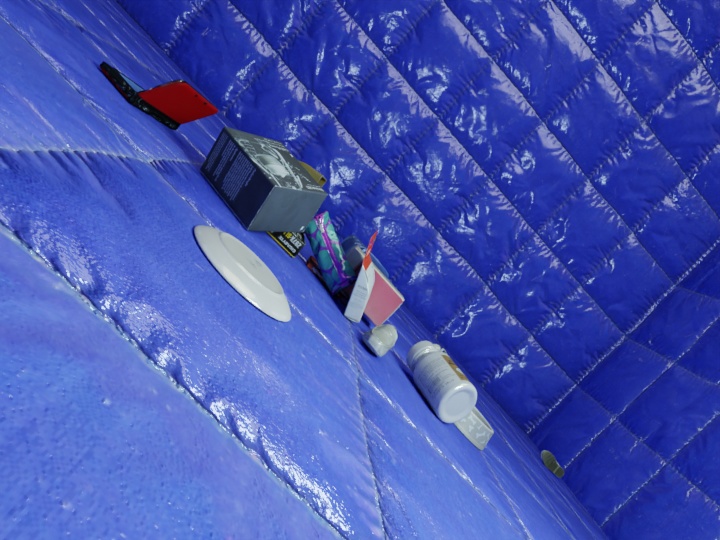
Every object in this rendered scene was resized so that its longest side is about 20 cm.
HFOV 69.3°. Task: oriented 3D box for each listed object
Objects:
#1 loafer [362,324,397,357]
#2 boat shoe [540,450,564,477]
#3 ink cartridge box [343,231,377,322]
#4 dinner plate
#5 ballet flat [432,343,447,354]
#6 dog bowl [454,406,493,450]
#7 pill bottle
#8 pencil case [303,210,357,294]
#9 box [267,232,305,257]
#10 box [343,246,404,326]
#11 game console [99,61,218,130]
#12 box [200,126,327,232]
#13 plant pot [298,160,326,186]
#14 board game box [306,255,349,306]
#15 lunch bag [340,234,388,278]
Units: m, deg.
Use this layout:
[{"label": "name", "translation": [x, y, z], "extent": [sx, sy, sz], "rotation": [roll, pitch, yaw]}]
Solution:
[{"label": "loafer", "translation": [0.051, 0.156, 1.227], "extent": [0.070, 0.070, 0.200], "rotation": [46, 4, 7]}, {"label": "boat shoe", "translation": [1.062, 1.075, 2.918], "extent": [0.202, 0.074, 0.068], "rotation": [53, -4, -17]}, {"label": "ink cartridge box", "translation": [0.020, 0.012, 1.304], "extent": [0.056, 0.204, 0.163], "rotation": [25, 12, 2]}, {"label": "dinner plate", "translation": [-0.171, -0.002, 0.798], "extent": [0.200, 0.024, 0.200], "rotation": [47, 3, -3]}, {"label": "ballet flat", "translation": [0.333, 0.356, 2.280], "extent": [0.200, 0.064, 0.068], "rotation": [43, 4, -37]}, {"label": "dog bowl", "translation": [0.292, 0.402, 1.457], "extent": [0.200, 0.059, 0.200], "rotation": [46, 4, -4]}, {"label": "pill bottle", "translation": [0.196, 0.272, 1.309], "extent": [0.114, 0.114, 0.201], "rotation": [42, 5, -36]}, {"label": "pencil case", "translation": [-0.081, -0.046, 1.344], "extent": [0.204, 0.083, 0.092], "rotation": [65, -12, 7]}, {"label": "box", "translation": [-0.213, -0.123, 1.343], "extent": [0.159, 0.049, 0.200], "rotation": [43, 5, -16]}, {"label": "box", "translation": [0.020, 0.043, 1.463], "extent": [0.200, 0.109, 0.128], "rotation": [47, 4, 0]}, {"label": "game console", "translation": [-0.446, -0.407, 1.173], "extent": [0.173, 0.119, 0.200], "rotation": [47, 4, 7]}, {"label": "box", "translation": [-0.212, -0.196, 1.163], "extent": [0.197, 0.125, 0.198], "rotation": [49, 24, 19]}, {"label": "plant pot", "translation": [-0.330, -0.506, 2.921], "extent": [0.199, 0.195, 0.195], "rotation": [40, 4, 2]}, {"label": "board game box", "translation": [-0.071, 0.043, 1.426], "extent": [0.200, 0.019, 0.103], "rotation": [46, 3, -11]}, {"label": "lunch bag", "translation": [0.000, 0.000, 1.754], "extent": [0.200, 0.136, 0.133], "rotation": [44, 4, -39]}]
